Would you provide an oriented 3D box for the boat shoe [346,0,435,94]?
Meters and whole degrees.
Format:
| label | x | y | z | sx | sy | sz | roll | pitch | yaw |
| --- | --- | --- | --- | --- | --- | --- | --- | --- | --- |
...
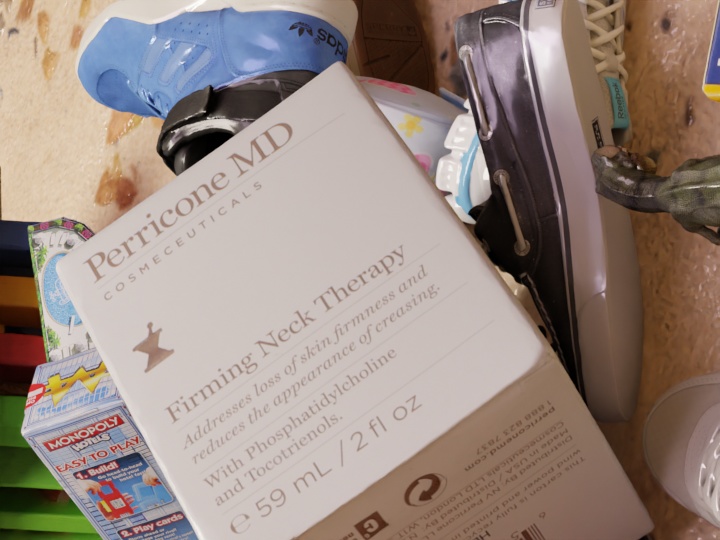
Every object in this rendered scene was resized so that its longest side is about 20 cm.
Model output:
| label | x | y | z | sx | sy | sz | roll | pitch | yaw |
| --- | --- | --- | --- | --- | --- | --- | --- | --- | --- |
| boat shoe | -0.010 | -0.163 | 1.311 | 0.072 | 0.072 | 0.202 | -29 | 66 | 47 |

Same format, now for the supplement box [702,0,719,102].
| label | x | y | z | sx | sy | sz | roll | pitch | yaw |
| --- | --- | --- | --- | --- | --- | --- | --- | --- | --- |
| supplement box | 0.247 | -0.106 | 0.918 | 0.199 | 0.108 | 0.110 | 9 | 88 | 53 |

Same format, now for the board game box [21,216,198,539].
| label | x | y | z | sx | sy | sz | roll | pitch | yaw |
| --- | --- | --- | --- | --- | --- | --- | --- | --- | --- |
| board game box | -0.124 | 0.072 | 1.289 | 0.061 | 0.200 | 0.201 | -18 | 61 | 10 |

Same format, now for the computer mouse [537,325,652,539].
| label | x | y | z | sx | sy | sz | roll | pitch | yaw |
| --- | --- | --- | --- | --- | --- | --- | --- | --- | --- |
| computer mouse | 0.094 | 0.124 | 1.113 | 0.110 | 0.044 | 0.200 | -58 | 41 | 23 |

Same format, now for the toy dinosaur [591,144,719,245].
| label | x | y | z | sx | sy | sz | roll | pitch | yaw |
| --- | --- | --- | --- | --- | --- | --- | --- | --- | --- |
| toy dinosaur | 0.185 | -0.033 | 0.998 | 0.199 | 0.088 | 0.048 | -3 | 78 | 52 |

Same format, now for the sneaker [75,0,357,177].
| label | x | y | z | sx | sy | sz | roll | pitch | yaw |
| --- | --- | --- | --- | --- | --- | --- | --- | --- | --- |
| sneaker | -0.090 | -0.082 | 1.228 | 0.199 | 0.077 | 0.112 | -6 | 61 | 42 |

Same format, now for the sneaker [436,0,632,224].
| label | x | y | z | sx | sy | sz | roll | pitch | yaw |
| --- | --- | --- | --- | --- | --- | --- | --- | --- | --- |
| sneaker | 0.107 | -0.104 | 1.147 | 0.086 | 0.075 | 0.201 | 33 | 115 | 45 |

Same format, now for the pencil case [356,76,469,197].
| label | x | y | z | sx | sy | sz | roll | pitch | yaw |
| --- | --- | --- | --- | --- | --- | --- | --- | --- | --- |
| pencil case | 0.000 | 0.000 | 1.226 | 0.083 | 0.090 | 0.201 | 34 | 110 | 56 |

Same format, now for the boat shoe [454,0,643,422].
| label | x | y | z | sx | sy | sz | roll | pitch | yaw |
| --- | --- | --- | --- | --- | --- | --- | --- | --- | --- |
| boat shoe | 0.085 | -0.026 | 1.095 | 0.067 | 0.072 | 0.202 | -10 | 98 | 20 |

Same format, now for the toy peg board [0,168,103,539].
| label | x | y | z | sx | sy | sz | roll | pitch | yaw |
| --- | --- | --- | --- | --- | --- | --- | --- | --- | --- |
| toy peg board | -0.198 | 0.076 | 1.445 | 0.201 | 0.097 | 0.200 | 101 | 172 | -52 |

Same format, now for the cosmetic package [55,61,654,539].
| label | x | y | z | sx | sy | sz | roll | pitch | yaw |
| --- | --- | --- | --- | --- | --- | --- | --- | --- | --- |
| cosmetic package | -0.003 | 0.056 | 1.060 | 0.167 | 0.167 | 0.200 | -35 | 51 | 1 |

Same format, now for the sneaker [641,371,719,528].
| label | x | y | z | sx | sy | sz | roll | pitch | yaw |
| --- | --- | --- | --- | --- | --- | --- | --- | --- | --- |
| sneaker | 0.179 | 0.087 | 0.980 | 0.200 | 0.080 | 0.077 | 23 | 101 | 54 |
